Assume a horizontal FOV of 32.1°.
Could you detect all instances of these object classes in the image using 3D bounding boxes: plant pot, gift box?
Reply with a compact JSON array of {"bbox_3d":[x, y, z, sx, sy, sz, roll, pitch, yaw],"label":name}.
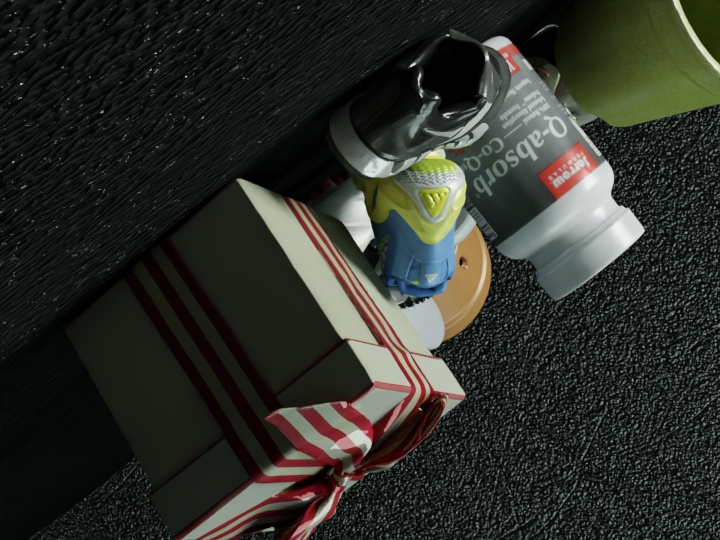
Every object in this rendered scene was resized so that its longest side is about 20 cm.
[{"bbox_3d":[0.276,-0.216,1.104,0.200,0.200,0.184,-37,-171,-32],"label":"plant pot"},{"bbox_3d":[0.058,-0.018,1.553,0.200,0.200,0.140,-38,160,-4],"label":"plant pot"},{"bbox_3d":[-0.065,0.074,0.807,0.185,0.187,0.200,-42,159,18],"label":"gift box"}]

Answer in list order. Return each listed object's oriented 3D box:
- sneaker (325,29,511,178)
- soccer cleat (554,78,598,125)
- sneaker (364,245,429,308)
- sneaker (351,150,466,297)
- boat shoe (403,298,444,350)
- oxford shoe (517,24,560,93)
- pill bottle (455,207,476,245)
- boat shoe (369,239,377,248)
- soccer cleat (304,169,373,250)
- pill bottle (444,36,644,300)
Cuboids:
[{"bbox_3d":[0.064,-0.122,0.831,0.090,0.066,0.200,-37,177,39],"label":"sneaker"},{"bbox_3d":[0.174,-0.156,1.284,0.200,0.069,0.078,-12,-145,45],"label":"soccer cleat"},{"bbox_3d":[0.000,0.000,1.104,0.066,0.091,0.200,-25,172,36],"label":"sneaker"},{"bbox_3d":[0.028,-0.040,0.921,0.076,0.105,0.200,0,-166,-5],"label":"sneaker"},{"bbox_3d":[0.013,0.023,1.444,0.057,0.200,0.069,-26,-152,54],"label":"boat shoe"},{"bbox_3d":[0.143,-0.160,1.155,0.200,0.071,0.074,-66,178,-45],"label":"oxford shoe"},{"bbox_3d":[0.062,-0.071,1.220,0.114,0.114,0.200,-38,178,3],"label":"pill bottle"},{"bbox_3d":[0.002,-0.050,1.367,0.199,0.074,0.066,-25,140,-44],"label":"boat shoe"},{"bbox_3d":[-0.046,-0.010,0.980,0.200,0.078,0.069,-36,178,-28],"label":"soccer cleat"},{"bbox_3d":[0.135,-0.083,1.031,0.116,0.200,0.116,-39,178,-2],"label":"pill bottle"}]
